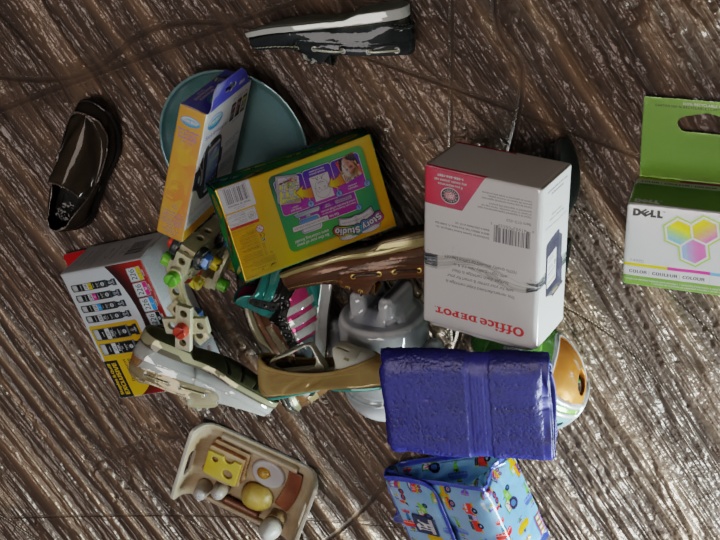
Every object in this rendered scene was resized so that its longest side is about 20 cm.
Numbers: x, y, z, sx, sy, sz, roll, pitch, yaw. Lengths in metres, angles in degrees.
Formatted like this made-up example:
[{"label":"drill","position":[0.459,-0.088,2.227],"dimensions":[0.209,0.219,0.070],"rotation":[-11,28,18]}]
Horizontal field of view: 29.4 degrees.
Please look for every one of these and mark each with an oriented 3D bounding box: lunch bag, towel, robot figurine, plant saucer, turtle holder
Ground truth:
[{"label":"lunch bag","position":[0.128,0.323,1.843],"dimensions":[0.200,0.094,0.151],"rotation":[-8,117,38]},{"label":"towel","position":[0.126,0.149,1.579],"dimensions":[0.199,0.050,0.148],"rotation":[1,120,13]},{"label":"robot figurine","position":[0.033,0.106,1.726],"dimensions":[0.169,0.113,0.201],"rotation":[14,123,30]},{"label":"plant saucer","position":[-0.151,-0.159,1.694],"dimensions":[0.199,0.036,0.200],"rotation":[10,121,17]},{"label":"turtle holder","position":[0.193,0.146,1.674],"dimensions":[0.132,0.141,0.186],"rotation":[28,119,-16]}]

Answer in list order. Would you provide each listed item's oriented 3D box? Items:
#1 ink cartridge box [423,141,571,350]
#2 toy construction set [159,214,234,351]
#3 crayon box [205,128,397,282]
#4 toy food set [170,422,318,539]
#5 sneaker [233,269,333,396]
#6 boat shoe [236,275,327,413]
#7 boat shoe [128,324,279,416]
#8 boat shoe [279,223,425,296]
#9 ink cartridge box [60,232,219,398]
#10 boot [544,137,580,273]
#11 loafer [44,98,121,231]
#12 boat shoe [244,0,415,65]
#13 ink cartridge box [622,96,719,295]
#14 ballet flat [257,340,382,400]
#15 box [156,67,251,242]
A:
[{"label":"ink cartridge box","position":[0.152,-0.028,1.546],"dimensions":[0.144,0.084,0.201],"rotation":[14,121,28]},{"label":"toy construction set","position":[-0.203,0.003,1.707],"dimensions":[0.092,0.200,0.131],"rotation":[22,124,-5]},{"label":"crayon box","position":[-0.068,-0.078,1.625],"dimensions":[0.200,0.058,0.119],"rotation":[-21,108,-11]},{"label":"toy food set","position":[-0.166,0.315,1.954],"dimensions":[0.200,0.060,0.144],"rotation":[24,124,7]},{"label":"sneaker","position":[-0.100,0.056,1.722],"dimensions":[0.120,0.084,0.201],"rotation":[5,96,-10]},{"label":"boat shoe","position":[-0.102,0.086,1.801],"dimensions":[0.074,0.076,0.200],"rotation":[-23,103,-4]},{"label":"boat shoe","position":[-0.205,0.144,1.785],"dimensions":[0.200,0.075,0.069],"rotation":[28,103,-9]},{"label":"boat shoe","position":[0.000,0.000,1.641],"dimensions":[0.200,0.072,0.068],"rotation":[-13,100,14]},{"label":"ink cartridge box","position":[-0.312,0.065,1.854],"dimensions":[0.175,0.084,0.200],"rotation":[-11,114,26]},{"label":"boot","position":[0.160,-0.072,1.608],"dimensions":[0.174,0.069,0.201],"rotation":[14,115,23]},{"label":"loafer","position":[-0.362,-0.126,1.772],"dimensions":[0.073,0.071,0.200],"rotation":[23,124,8]},{"label":"boat shoe","position":[-0.036,-0.263,1.567],"dimensions":[0.199,0.076,0.060],"rotation":[-2,111,23]},{"label":"ink cartridge box","position":[0.370,-0.081,1.511],"dimensions":[0.147,0.076,0.200],"rotation":[7,122,17]},{"label":"ballet flat","position":[-0.040,0.116,1.653],"dimensions":[0.199,0.069,0.063],"rotation":[-9,103,23]},{"label":"box","position":[-0.183,-0.146,1.620],"dimensions":[0.041,0.119,0.200],"rotation":[22,123,12]}]
